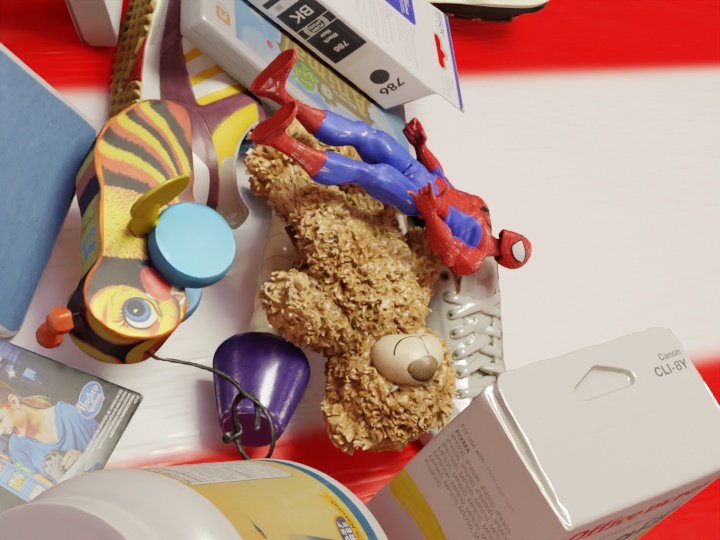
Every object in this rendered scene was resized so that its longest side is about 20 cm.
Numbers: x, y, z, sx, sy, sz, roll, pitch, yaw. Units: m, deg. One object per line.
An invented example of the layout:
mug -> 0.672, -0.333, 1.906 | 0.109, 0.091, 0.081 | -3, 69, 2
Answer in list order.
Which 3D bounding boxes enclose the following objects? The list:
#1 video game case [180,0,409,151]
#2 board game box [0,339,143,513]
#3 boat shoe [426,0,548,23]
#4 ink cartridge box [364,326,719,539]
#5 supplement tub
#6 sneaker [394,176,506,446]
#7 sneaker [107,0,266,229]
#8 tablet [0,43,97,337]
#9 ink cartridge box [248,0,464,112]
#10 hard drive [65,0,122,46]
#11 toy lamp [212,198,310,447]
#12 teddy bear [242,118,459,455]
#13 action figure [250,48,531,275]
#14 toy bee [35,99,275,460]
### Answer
video game case -> -0.040, -0.159, 1.142 | 0.200, 0.022, 0.183 | 38, 33, -37
board game box -> -0.234, 0.089, 0.844 | 0.199, 0.062, 0.200 | 33, 44, -7
boat shoe -> 0.042, -0.220, 1.285 | 0.200, 0.063, 0.074 | 8, 82, -14
ink cartridge box -> 0.081, 0.127, 0.929 | 0.145, 0.200, 0.084 | -14, 65, -40
supplement tub -> -0.080, 0.158, 0.788 | 0.145, 0.144, 0.200 | 57, 19, 17
sneaker -> 0.056, 0.031, 1.074 | 0.073, 0.085, 0.201 | -3, 59, -38
sneaker -> -0.102, -0.112, 1.092 | 0.090, 0.075, 0.201 | 19, 56, -22
tablet -> -0.207, -0.057, 0.894 | 0.200, 0.014, 0.131 | 43, 63, -57
ink cartridge box -> -0.013, -0.174, 1.139 | 0.200, 0.039, 0.100 | 34, 35, -37
hard drive -> -0.159, -0.258, 1.092 | 0.027, 0.132, 0.201 | 2, 68, 3
toy lamp -> -0.050, 0.013, 1.034 | 0.058, 0.058, 0.201 | 23, 47, -18
teddy bear -> 0.000, 0.000, 1.003 | 0.145, 0.067, 0.201 | 25, 48, -47
action figure -> 0.026, -0.050, 0.996 | 0.200, 0.052, 0.066 | 34, 32, -35
toy bee -> -0.118, 0.000, 0.930 | 0.108, 0.131, 0.200 | -3, 44, -31
